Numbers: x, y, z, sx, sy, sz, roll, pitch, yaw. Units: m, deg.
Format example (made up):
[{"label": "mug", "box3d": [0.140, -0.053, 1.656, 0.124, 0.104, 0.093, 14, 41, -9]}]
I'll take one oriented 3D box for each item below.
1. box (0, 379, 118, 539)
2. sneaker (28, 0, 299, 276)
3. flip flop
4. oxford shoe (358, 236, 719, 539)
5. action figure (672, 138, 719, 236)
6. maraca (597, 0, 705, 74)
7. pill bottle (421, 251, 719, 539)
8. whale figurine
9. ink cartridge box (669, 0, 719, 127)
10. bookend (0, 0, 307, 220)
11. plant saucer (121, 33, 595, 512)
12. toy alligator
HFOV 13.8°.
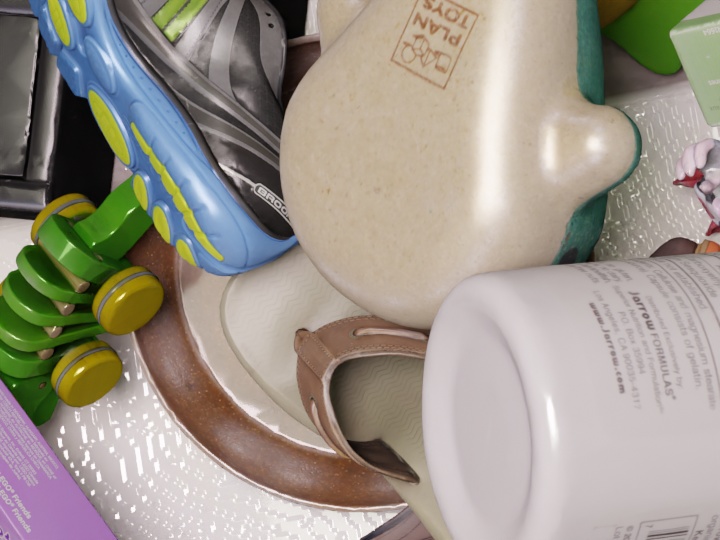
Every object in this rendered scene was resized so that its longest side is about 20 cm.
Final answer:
[{"label": "box", "box3d": [-0.141, 0.141, 1.243, 0.200, 0.039, 0.137, 52, 143, 14]}, {"label": "sneaker", "box3d": [-0.075, -0.095, 1.197, 0.083, 0.071, 0.200, -26, 85, -28]}, {"label": "flip flop", "box3d": [0.016, 0.053, 1.164, 0.081, 0.058, 0.200, -49, 58, 9]}, {"label": "oxford shoe", "box3d": [0.070, 0.060, 1.192, 0.072, 0.071, 0.200, 36, 100, 4]}, {"label": "action figure", "box3d": [0.207, -0.065, 1.177, 0.200, 0.134, 0.149, -15, 45, 38]}, {"label": "maraca", "box3d": [0.072, -0.141, 1.207, 0.199, 0.137, 0.107, 21, 60, 1]}, {"label": "pill bottle", "box3d": [0.133, 0.050, 1.093, 0.199, 0.114, 0.115, -5, 82, -22]}, {"label": "whale figurine", "box3d": [0.053, -0.074, 1.136, 0.159, 0.104, 0.201, 29, 104, 35]}, {"label": "ink cartridge box", "box3d": [0.227, -0.131, 1.129, 0.145, 0.200, 0.048, -10, 113, 46]}, {"label": "bookend", "box3d": [-0.115, -0.102, 1.272, 0.198, 0.092, 0.201, 6, 88, 15]}, {"label": "plant saucer", "box3d": [0.000, 0.000, 1.247, 0.199, 0.034, 0.201, 1, 95, 9]}, {"label": "toy alligator", "box3d": [-0.139, 0.033, 1.246, 0.059, 0.054, 0.200, 49, 124, 27]}]
